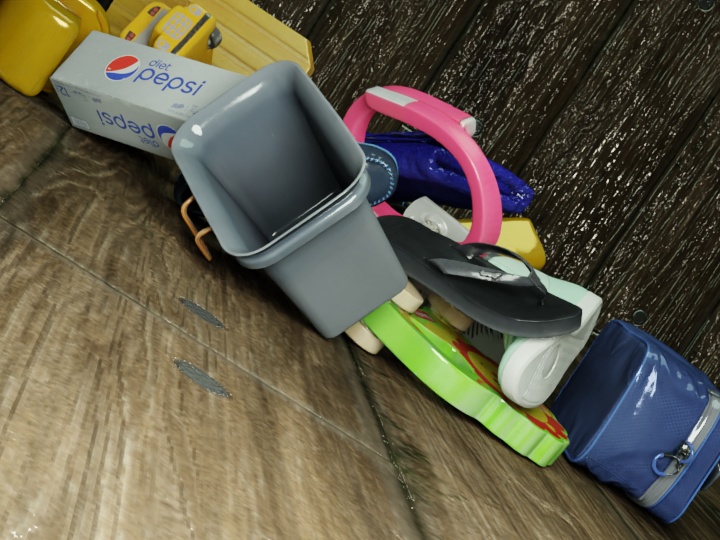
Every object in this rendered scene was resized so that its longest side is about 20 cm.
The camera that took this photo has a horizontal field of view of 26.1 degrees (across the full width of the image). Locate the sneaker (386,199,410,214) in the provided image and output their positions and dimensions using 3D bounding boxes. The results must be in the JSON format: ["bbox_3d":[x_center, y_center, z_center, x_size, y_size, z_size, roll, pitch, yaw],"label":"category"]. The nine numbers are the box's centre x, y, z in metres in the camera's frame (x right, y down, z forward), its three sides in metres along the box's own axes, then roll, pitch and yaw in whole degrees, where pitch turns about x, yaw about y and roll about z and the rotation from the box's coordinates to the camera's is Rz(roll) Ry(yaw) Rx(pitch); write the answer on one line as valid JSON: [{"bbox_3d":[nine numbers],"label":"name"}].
[{"bbox_3d":[-0.019,-0.058,1.603,0.198,0.071,0.078,1,21,-37],"label":"sneaker"}]

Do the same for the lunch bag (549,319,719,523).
[{"bbox_3d":[0.274,0.145,1.461,0.132,0.137,0.200,32,7,-9],"label":"lunch bag"}]

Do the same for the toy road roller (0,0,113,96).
[{"bbox_3d":[-0.323,-0.244,1.425,0.199,0.123,0.146,32,17,-21],"label":"toy road roller"}]

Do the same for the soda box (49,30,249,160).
[{"bbox_3d":[-0.172,-0.146,1.357,0.199,0.068,0.064,19,-33,29],"label":"soda box"}]

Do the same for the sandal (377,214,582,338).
[{"bbox_3d":[0.089,-0.001,1.261,0.199,0.043,0.076,27,29,23],"label":"sandal"}]

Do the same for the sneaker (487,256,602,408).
[{"bbox_3d":[0.124,0.048,1.319,0.117,0.074,0.200,25,23,15],"label":"sneaker"}]

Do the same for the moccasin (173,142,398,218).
[{"bbox_3d":[-0.065,-0.065,1.354,0.198,0.081,0.068,-9,16,8],"label":"moccasin"}]

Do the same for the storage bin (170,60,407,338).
[{"bbox_3d":[-0.054,-0.042,1.221,0.135,0.145,0.200,56,0,-39],"label":"storage bin"}]

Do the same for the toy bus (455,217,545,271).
[{"bbox_3d":[0.091,-0.010,1.605,0.198,0.078,0.066,-3,62,-36],"label":"toy bus"}]

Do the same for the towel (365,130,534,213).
[{"bbox_3d":[0.055,-0.100,1.501,0.147,0.050,0.199,18,-5,-40],"label":"towel"}]

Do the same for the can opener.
[{"bbox_3d":[0.120,-0.001,1.490,0.200,0.053,0.066,40,28,19],"label":"can opener"}]

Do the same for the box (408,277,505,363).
[{"bbox_3d":[0.110,0.060,1.570,0.082,0.069,0.200,39,8,29],"label":"box"}]

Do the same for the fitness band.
[{"bbox_3d":[0.050,-0.084,1.374,0.037,0.145,0.199,-23,37,-35],"label":"fitness band"}]

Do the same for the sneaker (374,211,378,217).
[{"bbox_3d":[0.000,0.000,1.414,0.096,0.079,0.200,48,-7,-18],"label":"sneaker"}]

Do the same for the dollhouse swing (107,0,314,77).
[{"bbox_3d":[-0.182,-0.231,1.679,0.175,0.201,0.181,38,7,29],"label":"dollhouse swing"}]

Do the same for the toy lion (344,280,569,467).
[{"bbox_3d":[0.093,0.091,1.322,0.192,0.069,0.200,45,10,25],"label":"toy lion"}]

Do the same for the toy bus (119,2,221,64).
[{"bbox_3d":[-0.187,-0.189,1.486,0.078,0.065,0.200,37,-23,7],"label":"toy bus"}]
